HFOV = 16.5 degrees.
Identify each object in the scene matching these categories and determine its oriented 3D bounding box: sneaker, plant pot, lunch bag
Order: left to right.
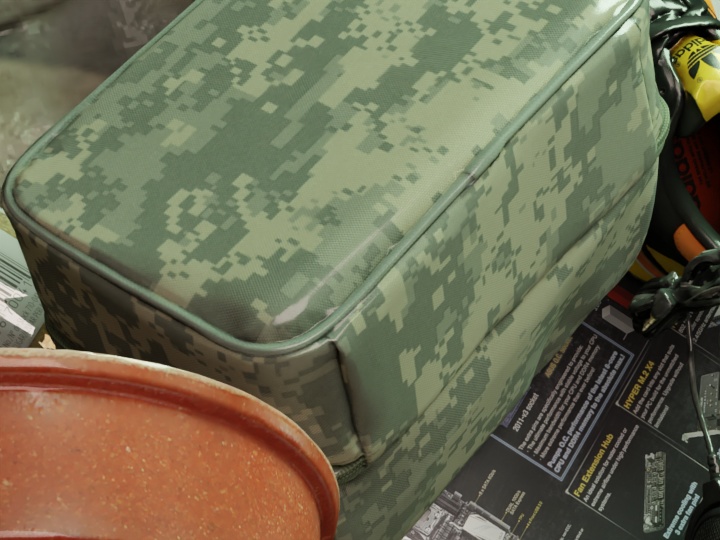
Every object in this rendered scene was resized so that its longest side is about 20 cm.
[{"bbox_3d":[-0.096,0.155,0.648,0.200,0.201,0.196,2,57,-13],"label":"plant pot"},{"bbox_3d":[0.000,0.000,0.786,0.139,0.168,0.200,25,58,33],"label":"lunch bag"},{"bbox_3d":[0.099,-0.083,0.836,0.070,0.090,0.200,-29,106,-16],"label":"sneaker"}]

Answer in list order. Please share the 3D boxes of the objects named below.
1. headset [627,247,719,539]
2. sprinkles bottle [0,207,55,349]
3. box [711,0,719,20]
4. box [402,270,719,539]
[{"bbox_3d":[0.162,0.080,0.834,0.123,0.094,0.200,-41,91,-28],"label":"headset"},{"bbox_3d":[-0.154,-0.001,0.852,0.200,0.068,0.068,31,66,-1],"label":"sprinkles bottle"},{"bbox_3d":[0.052,-0.148,0.922,0.200,0.097,0.125,3,92,-13],"label":"box"},{"bbox_3d":[0.063,0.064,0.891,0.158,0.050,0.200,32,65,0],"label":"box"}]
